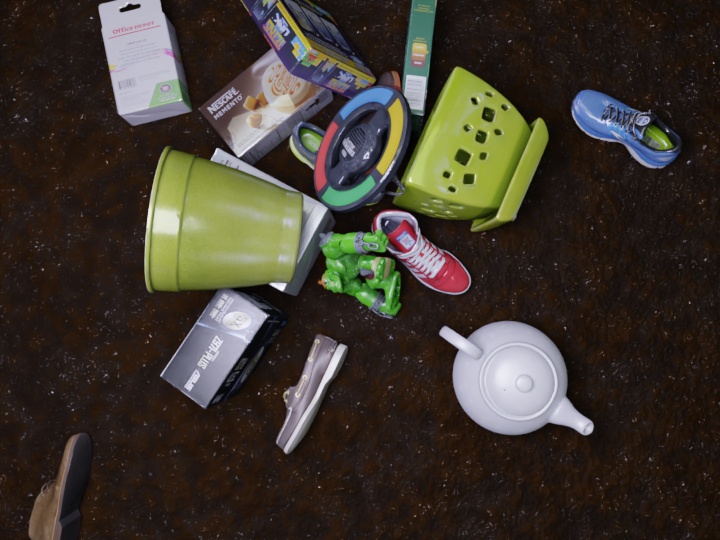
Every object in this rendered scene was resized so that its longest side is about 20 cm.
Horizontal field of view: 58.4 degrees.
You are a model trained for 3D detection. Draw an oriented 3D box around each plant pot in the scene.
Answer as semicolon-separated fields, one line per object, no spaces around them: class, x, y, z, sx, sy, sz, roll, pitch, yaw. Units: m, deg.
plant pot;0.177;-0.173;1.034;0.181;0.199;0.201;25;86;-2
plant pot;-0.180;-0.056;0.896;0.192;0.200;0.202;8;86;-9

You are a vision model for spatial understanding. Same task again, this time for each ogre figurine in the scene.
ogre figurine;0.000;0.000;1.044;0.119;0.200;0.099;15;77;23

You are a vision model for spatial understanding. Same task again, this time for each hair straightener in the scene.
hair straightener;0.047;-0.190;0.991;0.041;0.077;0.201;2;58;-13

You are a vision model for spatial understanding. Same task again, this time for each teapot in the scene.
teapot;0.240;0.170;1.025;0.199;0.146;0.198;-11;85;2

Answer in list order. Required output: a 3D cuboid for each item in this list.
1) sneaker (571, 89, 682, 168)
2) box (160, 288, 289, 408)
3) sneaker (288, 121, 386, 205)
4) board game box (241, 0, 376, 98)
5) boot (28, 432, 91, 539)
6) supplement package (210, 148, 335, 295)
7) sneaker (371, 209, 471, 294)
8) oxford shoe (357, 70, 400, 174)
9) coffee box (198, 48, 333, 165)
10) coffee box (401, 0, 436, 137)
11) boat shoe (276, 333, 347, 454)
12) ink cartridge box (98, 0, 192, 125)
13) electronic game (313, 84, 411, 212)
sneaker;0.450;-0.249;1.079;0.199;0.089;0.079;30;86;4
box;-0.204;0.116;1.018;0.086;0.200;0.164;34;87;5
sneaker;-0.043;-0.181;1.096;0.200;0.081;0.074;35;88;4
board game box;-0.080;-0.371;1.041;0.057;0.200;0.166;-39;72;25
boot;-0.506;0.367;1.079;0.075;0.074;0.201;12;88;13
supplement package;-0.166;-0.073;1.056;0.199;0.152;0.151;28;87;4
sneaker;0.100;-0.029;1.062;0.200;0.112;0.071;36;88;4
oxford shoe;0.015;-0.260;1.072;0.072;0.071;0.201;22;64;-12
coffee box;-0.159;-0.287;1.109;0.200;0.080;0.115;-39;85;-1
coffee box;0.094;-0.340;1.084;0.044;0.123;0.201;6;84;2
boat shoe;-0.091;0.204;1.074;0.059;0.072;0.201;26;83;10
ink cartridge box;-0.377;-0.371;1.131;0.116;0.067;0.201;-12;86;2
electronic game;-0.001;-0.181;0.955;0.042;0.200;0.201;22;85;-39
